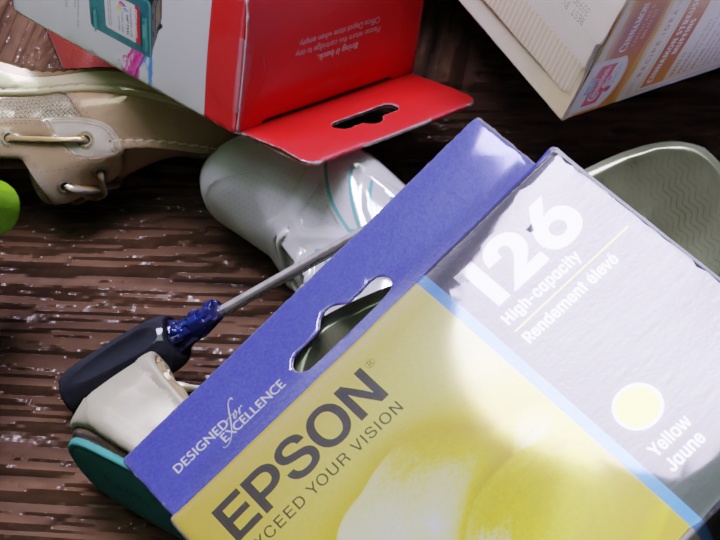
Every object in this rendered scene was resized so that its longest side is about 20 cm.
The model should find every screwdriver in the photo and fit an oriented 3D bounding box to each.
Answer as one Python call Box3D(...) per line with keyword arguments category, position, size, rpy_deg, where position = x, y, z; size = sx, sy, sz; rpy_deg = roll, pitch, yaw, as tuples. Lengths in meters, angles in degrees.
Box3D(category="screwdriver", position=(-0.047, 0.006, 0.825), size=(0.200, 0.028, 0.029), rpy_deg=(-34, 89, 18))

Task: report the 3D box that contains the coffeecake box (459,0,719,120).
Box3D(category="coffeecake box", position=(0.126, -0.164, 0.856), size=(0.200, 0.073, 0.154), rpy_deg=(-20, 61, -34))

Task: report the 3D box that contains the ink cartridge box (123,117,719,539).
Box3D(category="ink cartridge box", position=(0.034, 0.054, 0.695), size=(0.198, 0.047, 0.200), rpy_deg=(-44, 59, -7))

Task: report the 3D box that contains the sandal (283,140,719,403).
Box3D(category="sandal", position=(0.066, 0.015, 0.765), size=(0.201, 0.057, 0.080), rpy_deg=(-29, 83, -12))

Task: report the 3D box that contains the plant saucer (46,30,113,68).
Box3D(category="plant saucer", position=(-0.088, -0.195, 1.057), size=(0.200, 0.037, 0.200), rpy_deg=(-23, 48, -6))

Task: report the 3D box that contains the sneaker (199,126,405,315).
Box3D(category="sneaker", position=(0.000, 0.000, 0.843), size=(0.200, 0.071, 0.080), rpy_deg=(25, 62, 30))

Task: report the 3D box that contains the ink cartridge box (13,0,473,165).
Box3D(category="ink cartridge box", position=(-0.052, -0.125, 0.890), size=(0.200, 0.067, 0.116), rpy_deg=(30, 37, 34))

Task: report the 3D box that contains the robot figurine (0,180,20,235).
Box3D(category="robot figurine", position=(-0.230, 0.012, 0.852), size=(0.175, 0.116, 0.200), rpy_deg=(-25, 47, 7))

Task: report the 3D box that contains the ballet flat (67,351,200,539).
Box3D(category="ballet flat", position=(-0.035, 0.093, 0.771), size=(0.200, 0.070, 0.069), rpy_deg=(32, 62, 33))

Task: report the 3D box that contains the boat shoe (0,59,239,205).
Box3D(category="boat shoe", position=(-0.136, -0.062, 0.938), size=(0.199, 0.071, 0.065), rpy_deg=(7, 86, 8))
